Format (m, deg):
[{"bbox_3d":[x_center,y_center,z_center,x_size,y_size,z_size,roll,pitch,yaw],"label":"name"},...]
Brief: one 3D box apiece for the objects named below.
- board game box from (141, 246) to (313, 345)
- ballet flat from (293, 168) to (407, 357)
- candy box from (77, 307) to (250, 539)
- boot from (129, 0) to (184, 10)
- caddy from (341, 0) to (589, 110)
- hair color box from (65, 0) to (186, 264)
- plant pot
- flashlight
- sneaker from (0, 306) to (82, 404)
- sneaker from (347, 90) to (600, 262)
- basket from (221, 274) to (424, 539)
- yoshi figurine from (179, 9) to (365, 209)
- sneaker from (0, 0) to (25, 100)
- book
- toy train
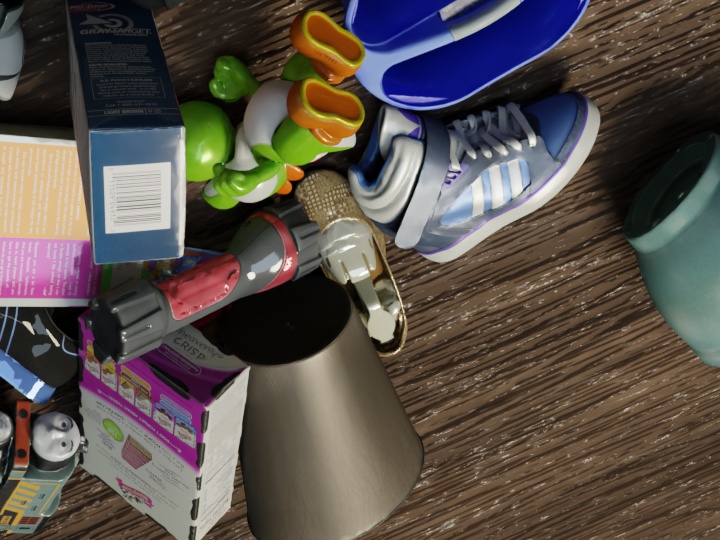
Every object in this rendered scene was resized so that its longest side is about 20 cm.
[{"bbox_3d":[-0.127,0.061,1.057,0.198,0.039,0.159,9,123,-26],"label":"board game box"},{"bbox_3d":[0.000,0.000,1.041,0.070,0.066,0.201,-29,131,0],"label":"ballet flat"},{"bbox_3d":[-0.168,0.124,1.010,0.061,0.136,0.201,-42,156,-40],"label":"candy box"},{"bbox_3d":[-0.230,-0.215,0.775,0.167,0.077,0.201,-34,124,3],"label":"boot"},{"bbox_3d":[0.075,-0.205,0.878,0.199,0.105,0.142,-29,130,4],"label":"caddy"},{"bbox_3d":[-0.160,-0.105,0.808,0.060,0.201,0.101,-5,129,-16],"label":"hair color box"},{"bbox_3d":[0.319,-0.037,1.065,0.134,0.201,0.201,37,110,-10],"label":"plant pot"},{"bbox_3d":[-0.119,0.005,0.943,0.199,0.068,0.068,-26,102,-41],"label":"flashlight"},{"bbox_3d":[-0.297,0.022,0.955,0.078,0.070,0.200,-49,125,-5],"label":"sneaker"},{"bbox_3d":[0.084,-0.102,0.981,0.199,0.081,0.146,-39,132,16],"label":"sneaker"},{"bbox_3d":[-0.042,0.116,1.041,0.179,0.136,0.202,-32,130,-20],"label":"basket"},{"bbox_3d":[-0.084,-0.106,0.883,0.112,0.113,0.200,-33,179,-39],"label":"yoshi figurine"},{"bbox_3d":[-0.324,-0.137,0.806,0.197,0.074,0.089,-4,126,-17],"label":"sneaker"},{"bbox_3d":[-0.257,-0.039,0.891,0.198,0.048,0.135,2,108,-26],"label":"book"},{"bbox_3d":[-0.302,0.168,1.024,0.113,0.086,0.200,7,148,-25],"label":"toy train"}]
